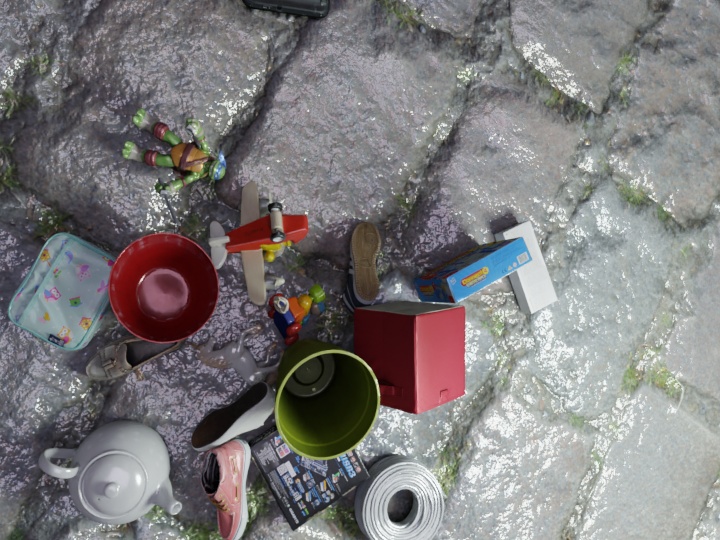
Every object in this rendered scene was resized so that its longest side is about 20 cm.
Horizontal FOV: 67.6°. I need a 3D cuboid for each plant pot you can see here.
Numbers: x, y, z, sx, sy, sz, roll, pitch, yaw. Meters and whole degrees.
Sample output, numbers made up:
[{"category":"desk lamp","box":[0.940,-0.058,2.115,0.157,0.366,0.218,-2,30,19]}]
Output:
[{"category":"plant pot","box":[-0.085,0.225,1.048,0.194,0.192,0.207,-3,101,-18]}]

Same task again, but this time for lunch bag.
[{"category":"lunch bag","box":[-0.555,0.042,1.019,0.158,0.077,0.204,30,81,-12]}]

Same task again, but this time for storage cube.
[{"category":"storage cube","box":[0.100,0.164,1.086,0.197,0.168,0.186,-3,94,-45]}]

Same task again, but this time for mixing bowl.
[{"category":"mixing bowl","box":[-0.380,0.040,1.043,0.194,0.108,0.207,4,79,-23]}]

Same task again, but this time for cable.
[{"category":"cable","box":[0.087,0.516,1.184,0.199,0.069,0.202,-40,99,-13]}]

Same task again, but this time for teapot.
[{"category":"teapot","box":[-0.456,0.383,1.002,0.195,0.146,0.203,-22,94,-14]}]

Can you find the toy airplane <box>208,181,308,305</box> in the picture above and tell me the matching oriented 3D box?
[{"category":"toy airplane","box":[-0.211,-0.057,1.100,0.197,0.141,0.203,32,89,26]}]

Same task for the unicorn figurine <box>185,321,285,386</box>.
[{"category":"unicorn figurine","box":[-0.242,0.174,1.102,0.137,0.074,0.201,-43,99,-13]}]

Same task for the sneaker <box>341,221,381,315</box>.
[{"category":"sneaker","box":[0.000,0.000,1.183,0.068,0.109,0.205,8,57,-12]}]

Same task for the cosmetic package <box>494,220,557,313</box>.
[{"category":"cosmetic package","box":[0.396,-0.008,1.292,0.081,0.051,0.205,-21,94,-16]}]

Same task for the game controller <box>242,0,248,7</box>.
[{"category":"game controller","box":[-0.161,-0.612,1.171,0.194,0.042,0.108,2,74,-16]}]

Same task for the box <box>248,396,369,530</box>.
[{"category":"box","box":[-0.109,0.404,1.145,0.195,0.050,0.204,-30,95,-15]}]

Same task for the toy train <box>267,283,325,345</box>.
[{"category":"toy train","box":[-0.118,0.066,1.079,0.114,0.201,0.086,-31,76,-22]}]

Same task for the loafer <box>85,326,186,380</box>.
[{"category":"loafer","box":[-0.442,0.159,1.054,0.195,0.063,0.074,-21,94,-15]}]

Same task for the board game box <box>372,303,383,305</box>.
[{"category":"board game box","box":[0.077,0.178,1.216,0.101,0.023,0.207,0,88,-13]}]

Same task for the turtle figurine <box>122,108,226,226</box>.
[{"category":"turtle figurine","box":[-0.365,-0.226,1.031,0.189,0.146,0.202,23,39,5]}]

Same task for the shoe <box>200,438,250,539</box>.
[{"category":"shoe","box":[-0.273,0.443,1.063,0.090,0.070,0.207,6,90,-59]}]

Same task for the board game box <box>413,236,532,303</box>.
[{"category":"board game box","box":[0.238,0.002,1.175,0.196,0.195,0.057,-27,94,-14]}]

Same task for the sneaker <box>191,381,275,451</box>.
[{"category":"sneaker","box":[-0.249,0.314,1.100,0.197,0.074,0.085,-32,136,3]}]
